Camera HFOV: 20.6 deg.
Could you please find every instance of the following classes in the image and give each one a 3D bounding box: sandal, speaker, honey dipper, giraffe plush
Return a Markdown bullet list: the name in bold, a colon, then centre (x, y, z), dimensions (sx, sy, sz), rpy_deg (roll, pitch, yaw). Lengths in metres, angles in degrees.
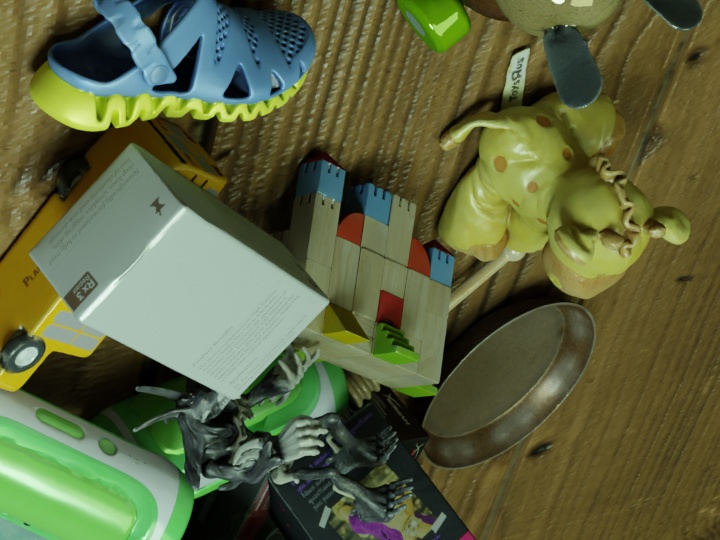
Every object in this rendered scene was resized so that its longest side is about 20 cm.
- **sandal**: centre (-0.107, -0.142, 1.241), dimensions (0.199, 0.079, 0.088), rpy_deg (-13, 135, -39)
- **speaker**: centre (-0.110, 0.115, 1.512), dimensions (0.199, 0.089, 0.089), rpy_deg (-23, 143, -26)
- **honey dipper**: centre (0.063, 0.038, 1.667), dimensions (0.199, 0.038, 0.038), rpy_deg (-39, 148, -9)
- **giraffe plush**: centre (0.167, -0.053, 1.546), dimensions (0.172, 0.162, 0.201), rpy_deg (-33, 147, -12)
- **speaker**: centre (-0.216, 0.136, 1.366), dimensions (0.199, 0.089, 0.089), rpy_deg (29, 110, -22)

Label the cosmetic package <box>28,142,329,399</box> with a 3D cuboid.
- **cosmetic package**: centre (-0.114, 0.005, 1.290), dimensions (0.102, 0.074, 0.200), rpy_deg (-45, 147, 5)

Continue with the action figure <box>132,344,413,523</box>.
- **action figure**: centre (-0.058, 0.110, 1.412), dimensions (0.199, 0.120, 0.102), rpy_deg (22, 129, -27)

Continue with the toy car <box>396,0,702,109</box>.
- **toy car**: centre (0.130, -0.194, 1.309), dimensions (0.164, 0.200, 0.158), rpy_deg (-38, 147, -4)

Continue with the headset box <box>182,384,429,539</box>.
- **headset box**: centre (-0.060, 0.180, 1.664), dimensions (0.199, 0.077, 0.150), rpy_deg (-4, 131, -43)

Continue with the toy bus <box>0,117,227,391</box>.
- **toy bus**: centre (-0.183, -0.010, 1.325), dimensions (0.200, 0.065, 0.078), rpy_deg (-50, 148, 13)

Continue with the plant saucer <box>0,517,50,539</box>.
- **plant saucer**: centre (-0.293, 0.239, 1.390), dimensions (0.201, 0.201, 0.039), rpy_deg (-41, -178, 0)

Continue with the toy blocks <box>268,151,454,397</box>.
- **toy blocks**: centre (0.000, 0.000, 1.479), dimensions (0.199, 0.099, 0.138), rpy_deg (24, 66, -40)

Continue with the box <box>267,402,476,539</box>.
- **box**: centre (0.024, 0.224, 1.528), dimensions (0.106, 0.201, 0.122), rpy_deg (-33, 163, -14)

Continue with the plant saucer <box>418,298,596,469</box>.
- **plant saucer**: centre (0.127, 0.097, 1.801), dimensions (0.199, 0.035, 0.201), rpy_deg (-26, 144, -21)
